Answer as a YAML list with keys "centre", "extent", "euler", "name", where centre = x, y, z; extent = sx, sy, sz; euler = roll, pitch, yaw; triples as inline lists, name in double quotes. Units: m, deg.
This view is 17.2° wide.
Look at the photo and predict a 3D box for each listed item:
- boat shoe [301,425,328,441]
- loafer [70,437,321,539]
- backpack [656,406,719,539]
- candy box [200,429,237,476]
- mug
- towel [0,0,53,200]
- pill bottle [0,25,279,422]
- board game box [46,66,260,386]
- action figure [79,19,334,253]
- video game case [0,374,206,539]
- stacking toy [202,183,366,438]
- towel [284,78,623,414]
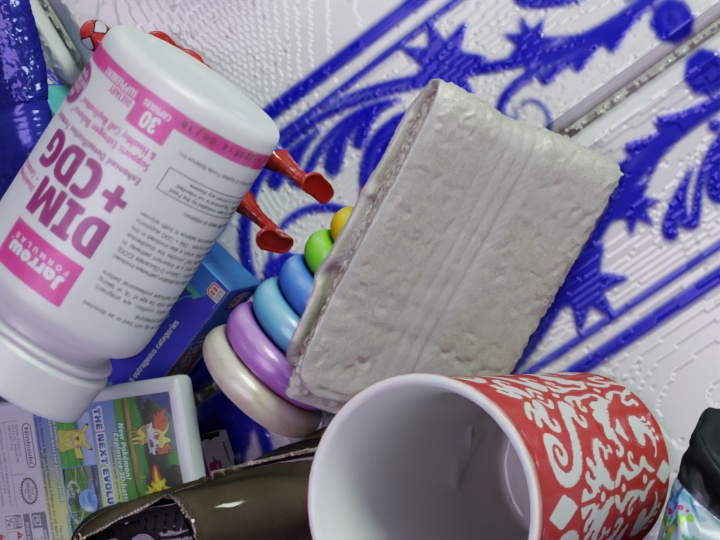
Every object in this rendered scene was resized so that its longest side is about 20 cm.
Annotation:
- centre: [0.006, 0.185, 1.389]
  extent: [0.066, 0.074, 0.202]
  euler: [-11, 82, 28]
  name: "boat shoe"
- centre: [-0.075, 0.149, 1.335]
  extent: [0.199, 0.071, 0.074]
  euler: [-19, 88, 11]
  name: "loafer"
- centre: [0.210, 0.205, 1.272]
  extent: [0.162, 0.154, 0.201]
  euler: [27, 121, 13]
  name: "backpack"
- centre: [-0.156, 0.192, 1.462]
  extent: [0.199, 0.061, 0.137]
  euler: [-19, 87, 24]
  name: "candy box"
- centre: [0.078, 0.136, 1.269]
  extent: [0.133, 0.200, 0.179]
  euler: [-1, 92, 29]
  name: "mug"
- centre: [-0.233, -0.061, 1.431]
  extent: [0.147, 0.049, 0.202]
  euler: [-13, 90, 32]
  name: "towel"
- centre: [-0.142, -0.024, 1.317]
  extent: [0.113, 0.113, 0.201]
  euler: [36, 100, 16]
  name: "pill bottle"
- centre: [-0.179, -0.003, 1.460]
  extent: [0.200, 0.045, 0.152]
  euler: [44, 111, 15]
  name: "board game box"
- centre: [-0.101, -0.090, 1.398]
  extent: [0.200, 0.052, 0.066]
  euler: [41, 98, 32]
  name: "action figure"
- centre: [-0.167, 0.173, 1.421]
  extent: [0.181, 0.022, 0.202]
  euler: [-9, 89, 25]
  name: "video game case"
- centre: [0.000, 0.000, 1.368]
  extent: [0.085, 0.085, 0.200]
  euler: [45, 105, 13]
  name: "stacking toy"
- centre: [0.048, 0.002, 1.328]
  extent: [0.201, 0.132, 0.035]
  euler: [-61, 28, 15]
  name: "towel"
